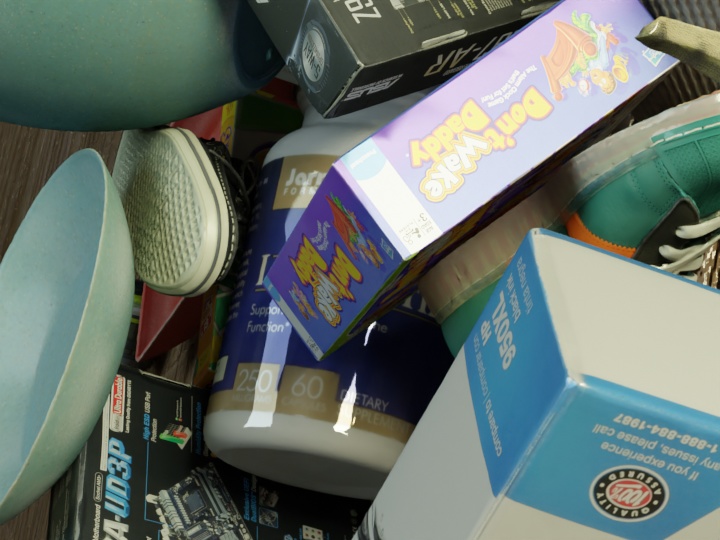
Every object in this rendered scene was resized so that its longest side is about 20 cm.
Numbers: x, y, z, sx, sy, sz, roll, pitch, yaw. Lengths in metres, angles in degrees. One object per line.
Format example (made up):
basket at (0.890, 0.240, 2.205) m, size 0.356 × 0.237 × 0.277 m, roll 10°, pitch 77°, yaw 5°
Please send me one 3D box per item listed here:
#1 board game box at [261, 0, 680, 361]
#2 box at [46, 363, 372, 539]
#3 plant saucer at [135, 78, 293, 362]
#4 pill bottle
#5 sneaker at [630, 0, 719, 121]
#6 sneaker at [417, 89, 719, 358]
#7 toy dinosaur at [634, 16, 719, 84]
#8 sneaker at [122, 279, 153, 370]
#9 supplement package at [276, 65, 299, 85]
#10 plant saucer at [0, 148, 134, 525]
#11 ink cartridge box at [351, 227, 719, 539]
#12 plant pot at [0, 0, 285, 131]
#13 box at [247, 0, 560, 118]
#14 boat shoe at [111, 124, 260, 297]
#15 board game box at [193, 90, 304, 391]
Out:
board game box at (0.037, -0.036, 0.861) m, size 0.134 × 0.045 × 0.200 m, roll -36°, pitch -5°, yaw -15°
box at (-0.070, 0.145, 1.015) m, size 0.046 × 0.158 × 0.200 m, roll -56°, pitch 26°, yaw 38°
plant saucer at (-0.093, -0.062, 1.439) m, size 0.200 × 0.037 × 0.200 m, roll -49°, pitch 30°, yaw 47°
pill bottle at (0.000, 0.000, 1.010) m, size 0.116 × 0.115 × 0.201 m, roll 156°, pitch 128°, yaw -65°
sneaker at (0.149, -0.113, 0.797) m, size 0.082 × 0.074 × 0.200 m, roll -41°, pitch -1°, yaw -21°
sneaker at (0.101, -0.003, 0.810) m, size 0.200 × 0.071 × 0.080 m, roll -39°, pitch 76°, yaw 52°
toy dinosaur at (0.145, -0.037, 0.647) m, size 0.047 × 0.200 × 0.088 m, roll 32°, pitch 75°, yaw 39°
sneaker at (-0.196, 0.041, 1.587) m, size 0.200 × 0.074 × 0.081 m, roll -174°, pitch 97°, yaw -72°
supplement package at (-0.013, -0.239, 1.200) m, size 0.200 × 0.147 × 0.192 m, roll 134°, pitch 147°, yaw -54°
plant saucer at (-0.150, 0.041, 1.028) m, size 0.201 × 0.039 × 0.202 m, roll -49°, pitch 30°, yaw 40°
ink cartridge box at (0.076, 0.105, 0.667) m, size 0.084 × 0.144 × 0.200 m, roll -100°, pitch 33°, yaw -56°
plant pot at (-0.097, -0.150, 1.023) m, size 0.200 × 0.134 × 0.201 m, roll -57°, pitch -22°, yaw -37°
box at (0.001, -0.178, 0.961) m, size 0.200 × 0.160 × 0.044 m, roll 58°, pitch 142°, yaw 13°
boat shoe at (-0.081, -0.032, 1.053) m, size 0.200 × 0.062 × 0.075 m, roll -136°, pitch 61°, yaw -71°
board game box at (-0.034, -0.014, 1.145) m, size 0.030 × 0.095 × 0.201 m, roll -49°, pitch 31°, yaw 47°
